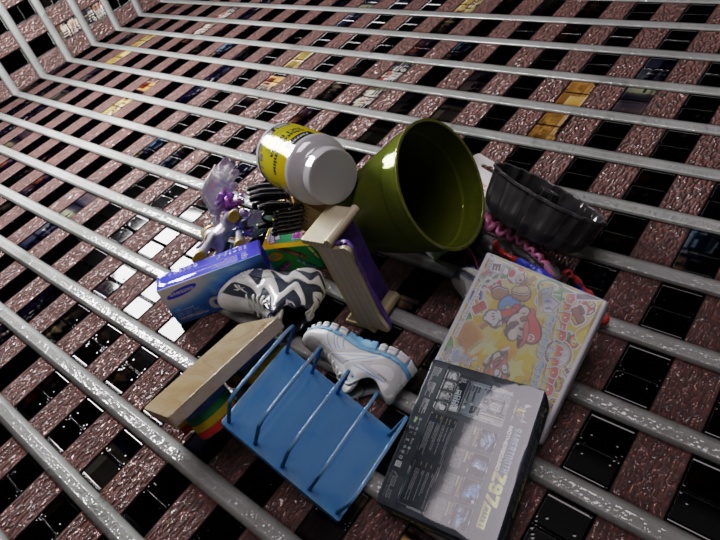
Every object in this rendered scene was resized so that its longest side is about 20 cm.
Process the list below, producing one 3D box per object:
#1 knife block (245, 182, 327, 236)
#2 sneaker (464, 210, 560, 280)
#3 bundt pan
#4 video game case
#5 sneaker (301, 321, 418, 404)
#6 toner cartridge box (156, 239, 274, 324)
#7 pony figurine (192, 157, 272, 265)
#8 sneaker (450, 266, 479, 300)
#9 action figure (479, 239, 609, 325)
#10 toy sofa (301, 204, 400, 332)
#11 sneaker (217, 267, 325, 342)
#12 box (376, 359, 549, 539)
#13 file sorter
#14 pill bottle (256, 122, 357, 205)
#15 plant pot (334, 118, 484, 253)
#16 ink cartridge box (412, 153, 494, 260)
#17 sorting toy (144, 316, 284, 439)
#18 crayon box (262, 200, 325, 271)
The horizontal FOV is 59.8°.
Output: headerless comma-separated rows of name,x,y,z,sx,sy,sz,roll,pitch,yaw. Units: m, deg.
knife block,-0.105,-0.136,1.154,0.174,0.065,0.201,27,48,12
sneaker,0.231,-0.022,1.019,0.200,0.079,0.096,41,104,33
bundt pan,0.285,-0.094,1.001,0.199,0.077,0.203,22,22,-9
video game case,0.207,0.098,0.847,0.180,0.023,0.202,25,86,33
sneaker,-0.018,0.141,0.936,0.198,0.075,0.087,15,58,34
toner cartridge box,-0.258,0.022,1.137,0.197,0.096,0.044,-20,43,1
pony figurine,-0.257,-0.095,1.220,0.194,0.166,0.200,-49,23,3
sneaker,0.180,0.071,0.924,0.084,0.078,0.201,-32,45,-4
action figure,0.268,0.022,0.901,0.198,0.099,0.066,30,89,17
toy sofa,0.000,0.000,0.977,0.096,0.202,0.083,10,50,39
sneaker,-0.159,0.065,1.063,0.195,0.081,0.130,-2,35,5
box,0.129,0.225,0.776,0.156,0.051,0.202,10,63,32
file sorter,-0.057,0.188,0.797,0.199,0.123,0.139,37,60,8
pill bottle,-0.088,-0.173,1.021,0.112,0.114,0.199,-34,32,-16
plant pot,0.063,-0.112,1.005,0.191,0.201,0.201,-15,33,48
ink cartridge box,0.175,-0.119,1.132,0.198,0.068,0.117,-33,44,-11
sorting toy,-0.205,0.165,0.928,0.199,0.070,0.199,-43,13,-26
crayon box,-0.109,-0.091,1.225,0.117,0.059,0.202,-5,44,18
